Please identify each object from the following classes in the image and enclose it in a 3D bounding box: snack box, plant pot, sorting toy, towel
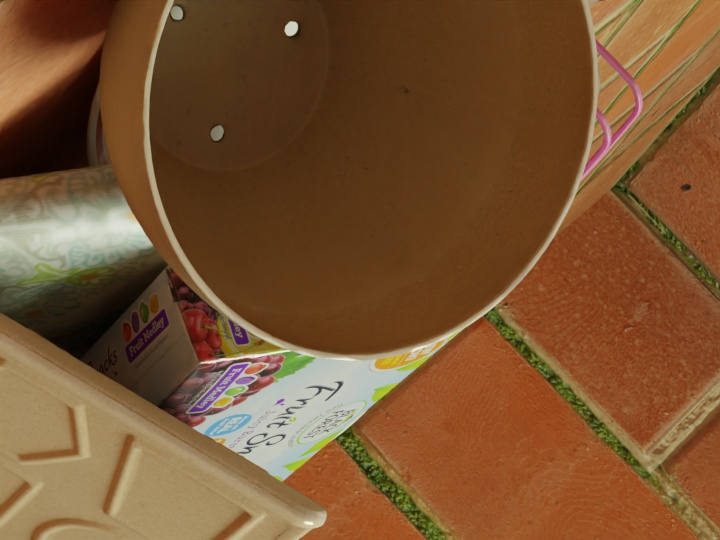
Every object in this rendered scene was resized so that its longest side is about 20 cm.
[{"bbox_3d":[-0.063,0.054,1.297,0.142,0.053,0.200,-9,159,-34],"label":"snack box"},{"bbox_3d":[-0.025,-0.076,1.127,0.200,0.201,0.134,-42,-151,-16],"label":"plant pot"},{"bbox_3d":[-0.129,0.088,1.242,0.200,0.185,0.037,-39,-157,54],"label":"sorting toy"},{"bbox_3d":[-0.123,0.008,1.261,0.171,0.048,0.200,-12,159,-25],"label":"towel"}]

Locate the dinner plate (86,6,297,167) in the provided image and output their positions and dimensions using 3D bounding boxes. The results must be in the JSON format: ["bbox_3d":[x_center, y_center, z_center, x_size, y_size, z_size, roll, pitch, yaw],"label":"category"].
[{"bbox_3d":[-0.040,-0.098,1.265,0.200,0.024,0.200,-29,149,-19],"label":"dinner plate"}]

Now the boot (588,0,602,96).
[{"bbox_3d":[0.088,-0.140,1.374,0.146,0.200,0.070,-17,130,-38],"label":"boot"}]

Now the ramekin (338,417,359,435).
[{"bbox_3d":[-0.076,0.059,1.656,0.202,0.094,0.202,-25,-166,7],"label":"ramekin"}]

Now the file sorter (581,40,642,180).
[{"bbox_3d":[0.077,-0.081,1.912,0.200,0.125,0.139,-39,172,-38],"label":"file sorter"}]
